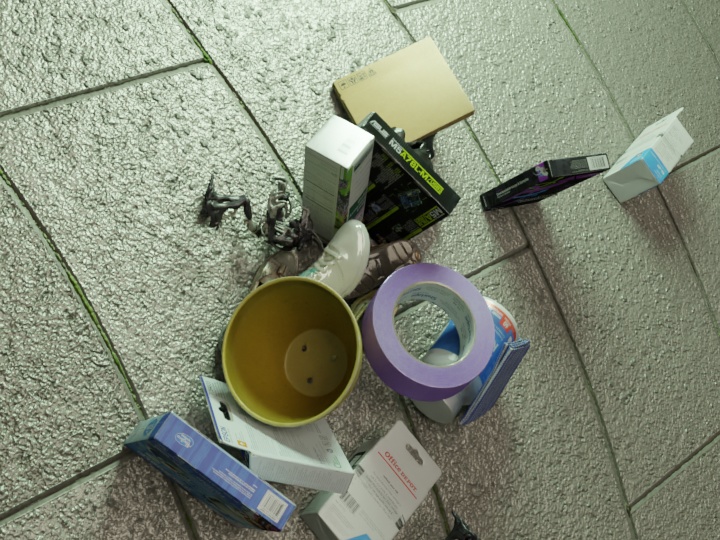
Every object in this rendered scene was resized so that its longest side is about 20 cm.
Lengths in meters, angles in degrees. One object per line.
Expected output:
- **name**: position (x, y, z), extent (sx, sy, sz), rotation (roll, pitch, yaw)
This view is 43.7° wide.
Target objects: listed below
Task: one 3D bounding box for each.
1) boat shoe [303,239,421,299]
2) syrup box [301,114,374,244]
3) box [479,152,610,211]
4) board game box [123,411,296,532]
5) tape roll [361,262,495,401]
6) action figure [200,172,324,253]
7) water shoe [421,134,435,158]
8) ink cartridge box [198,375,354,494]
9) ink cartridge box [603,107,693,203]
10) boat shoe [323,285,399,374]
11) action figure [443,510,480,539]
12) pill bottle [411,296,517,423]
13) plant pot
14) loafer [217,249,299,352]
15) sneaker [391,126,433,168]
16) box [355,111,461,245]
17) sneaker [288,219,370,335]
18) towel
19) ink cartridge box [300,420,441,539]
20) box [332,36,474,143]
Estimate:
- **boat shoe**: position (0.000, 0.000, 1.447), extent (0.196, 0.072, 0.077), rotation (-11, 95, -12)
- **syrup box**: position (-0.038, -0.131, 1.384), extent (0.081, 0.201, 0.079), rotation (29, 57, 15)
- **box**: position (0.325, -0.156, 1.599), extent (0.141, 0.199, 0.037), rotation (-11, 83, -30)
- **board game box**: position (-0.202, 0.266, 1.174), extent (0.199, 0.199, 0.044), rotation (40, 65, -12)
- **tape roll**: position (0.103, 0.093, 1.373), extent (0.196, 0.066, 0.203), rotation (7, 62, -14)
- **action figure**: position (-0.138, -0.089, 1.367), extent (0.197, 0.119, 0.104), rotation (17, 105, -15)
- **water shoe**: position (0.112, -0.288, 1.609), extent (0.078, 0.071, 0.203), rotation (32, 66, -39)
- **ink cartridge box**: position (-0.126, 0.226, 1.242), extent (0.197, 0.200, 0.041), rotation (19, 103, -23)
- **ink cartridge box**: position (0.593, -0.235, 1.822), extent (0.067, 0.116, 0.200), rotation (49, 59, -6)
- **boat shoe**: position (0.002, 0.096, 1.408), extent (0.200, 0.063, 0.074), rotation (-38, 117, -31)
- **action figure**: position (0.100, 0.464, 1.337), extent (0.200, 0.102, 0.119), rotation (-44, 105, -6)
- **pill bottle**: position (0.167, 0.147, 1.468), extent (0.112, 0.112, 0.201), rotation (44, 59, -10)
- **plant pot**: position (-0.079, 0.123, 1.275), extent (0.196, 0.142, 0.204), rotation (-3, 77, 14)
- **loafer**: position (-0.142, 0.046, 1.355), extent (0.071, 0.063, 0.202), rotation (36, 61, -12)
- **sneaker**: position (0.095, -0.164, 1.507), extent (0.199, 0.075, 0.092), rotation (38, 81, -45)
- **box**: position (0.033, -0.134, 1.429), extent (0.193, 0.199, 0.048), rotation (41, 59, -11)
- **sneaker**: position (-0.059, 0.011, 1.348), extent (0.088, 0.075, 0.202), rotation (20, 101, -44)
- **towel**: position (0.215, 0.173, 1.432), extent (0.024, 0.200, 0.146), rotation (32, 98, 17)
- **ink cartridge box**: position (0.019, 0.337, 1.353), extent (0.117, 0.068, 0.200), rotation (51, 58, -6)
- **box**: position (0.074, -0.296, 1.546), extent (0.198, 0.021, 0.165), rotation (-27, 75, -11)
